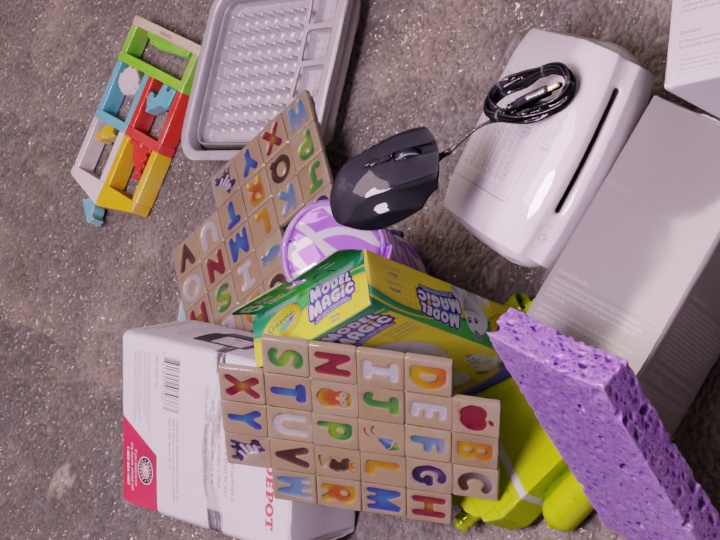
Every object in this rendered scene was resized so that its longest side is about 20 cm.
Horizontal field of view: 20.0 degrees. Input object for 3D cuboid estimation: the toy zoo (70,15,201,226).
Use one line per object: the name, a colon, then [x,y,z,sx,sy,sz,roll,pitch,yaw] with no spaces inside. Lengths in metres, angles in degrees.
toy zoo: [-0.217,-0.136,1.967,0.131,0.020,0.202,28,97,50]

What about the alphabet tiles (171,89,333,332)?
alphabet tiles: [-0.091,-0.031,1.731,0.200,0.008,0.168,-40,50,32]

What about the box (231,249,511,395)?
box: [0.015,0.045,1.432,0.117,0.199,0.049,-30,53,35]

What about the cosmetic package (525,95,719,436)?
cosmetic package: [0.200,-0.002,1.361,0.107,0.090,0.201,32,87,39]

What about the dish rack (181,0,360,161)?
dish rack: [-0.073,-0.175,1.804,0.199,0.043,0.173,3,78,49]

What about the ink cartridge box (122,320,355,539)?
ink cartridge box: [-0.096,0.128,1.631,0.199,0.083,0.147,10,103,41]

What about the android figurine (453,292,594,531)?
android figurine: [0.123,0.104,1.471,0.200,0.041,0.183,-50,44,23]

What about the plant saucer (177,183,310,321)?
plant saucer: [-0.080,0.028,1.733,0.200,0.038,0.203,-21,60,41]

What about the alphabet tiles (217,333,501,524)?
alphabet tiles: [0.000,0.113,1.425,0.198,0.167,0.006,7,44,9]

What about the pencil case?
pencil case: [0.000,0.000,1.530,0.085,0.200,0.085,18,88,14]

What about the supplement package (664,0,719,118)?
supplement package: [0.316,-0.202,1.292,0.190,0.146,0.202,-8,69,46]

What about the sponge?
sponge: [0.163,0.113,1.309,0.030,0.201,0.111,-45,36,-16]

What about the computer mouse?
computer mouse: [0.057,-0.089,1.391,0.199,0.034,0.059,-32,47,21]

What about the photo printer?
photo printer: [0.134,-0.088,1.454,0.168,0.069,0.200,-64,12,4]
